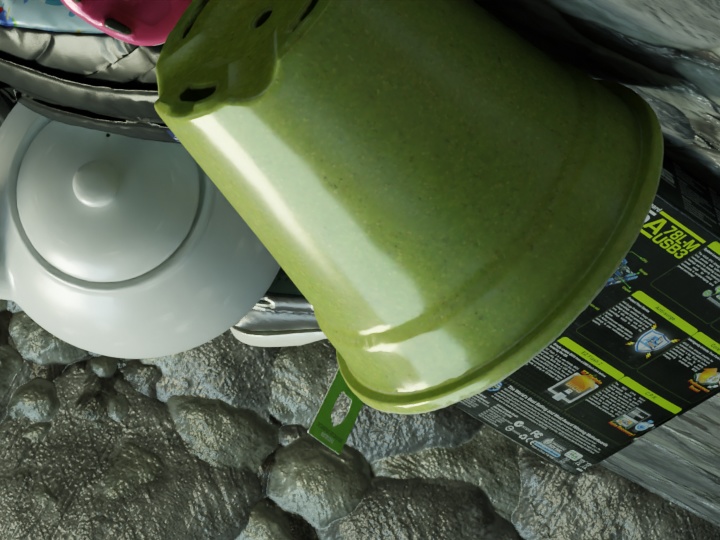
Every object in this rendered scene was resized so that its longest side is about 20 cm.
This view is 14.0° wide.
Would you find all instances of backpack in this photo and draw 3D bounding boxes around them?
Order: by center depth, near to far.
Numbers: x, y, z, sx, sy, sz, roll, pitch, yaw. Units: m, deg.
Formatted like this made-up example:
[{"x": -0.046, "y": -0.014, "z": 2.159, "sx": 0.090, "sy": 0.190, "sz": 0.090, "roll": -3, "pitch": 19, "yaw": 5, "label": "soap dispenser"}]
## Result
[{"x": -0.128, "y": -0.136, "z": 1.577, "sx": 0.200, "sy": 0.154, "sz": 0.163, "roll": -6, "pitch": 161, "yaw": 25, "label": "backpack"}]

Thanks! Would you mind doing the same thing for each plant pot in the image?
[{"x": 0.008, "y": -0.066, "z": 1.384, "sx": 0.184, "sy": 0.200, "sz": 0.200, "roll": 42, "pitch": 168, "yaw": -27, "label": "plant pot"}]

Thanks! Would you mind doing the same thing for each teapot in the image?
[{"x": -0.132, "y": -0.045, "z": 1.691, "sx": 0.197, "sy": 0.200, "sz": 0.146, "roll": 20, "pitch": 177, "yaw": 9, "label": "teapot"}]

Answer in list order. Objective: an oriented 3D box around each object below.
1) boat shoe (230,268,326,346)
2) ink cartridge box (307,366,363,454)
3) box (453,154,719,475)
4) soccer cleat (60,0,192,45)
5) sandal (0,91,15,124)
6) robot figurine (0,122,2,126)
[{"x": 0.000, "y": 0.000, "z": 1.802, "sx": 0.200, "sy": 0.074, "sz": 0.060, "roll": -5, "pitch": 143, "yaw": 23, "label": "boat shoe"}, {"x": 0.048, "y": 0.051, "z": 2.120, "sx": 0.076, "sy": 0.200, "sz": 0.148, "roll": 26, "pitch": 175, "yaw": 11, "label": "ink cartridge box"}, {"x": 0.130, "y": 0.021, "z": 1.624, "sx": 0.200, "sy": 0.193, "sz": 0.048, "roll": 31, "pitch": -145, "yaw": -40, "label": "box"}, {"x": -0.159, "y": -0.194, "z": 1.456, "sx": 0.200, "sy": 0.070, "sz": 0.086, "roll": 44, "pitch": -175, "yaw": -13, "label": "soccer cleat"}, {"x": -0.166, "y": -0.067, "z": 1.904, "sx": 0.200, "sy": 0.048, "sz": 0.075, "roll": 42, "pitch": -174, "yaw": -14, "label": "sandal"}, {"x": -0.204, "y": -0.124, "z": 2.066, "sx": 0.150, "sy": 0.125, "sz": 0.200, "roll": -11, "pitch": -176, "yaw": -14, "label": "robot figurine"}]
